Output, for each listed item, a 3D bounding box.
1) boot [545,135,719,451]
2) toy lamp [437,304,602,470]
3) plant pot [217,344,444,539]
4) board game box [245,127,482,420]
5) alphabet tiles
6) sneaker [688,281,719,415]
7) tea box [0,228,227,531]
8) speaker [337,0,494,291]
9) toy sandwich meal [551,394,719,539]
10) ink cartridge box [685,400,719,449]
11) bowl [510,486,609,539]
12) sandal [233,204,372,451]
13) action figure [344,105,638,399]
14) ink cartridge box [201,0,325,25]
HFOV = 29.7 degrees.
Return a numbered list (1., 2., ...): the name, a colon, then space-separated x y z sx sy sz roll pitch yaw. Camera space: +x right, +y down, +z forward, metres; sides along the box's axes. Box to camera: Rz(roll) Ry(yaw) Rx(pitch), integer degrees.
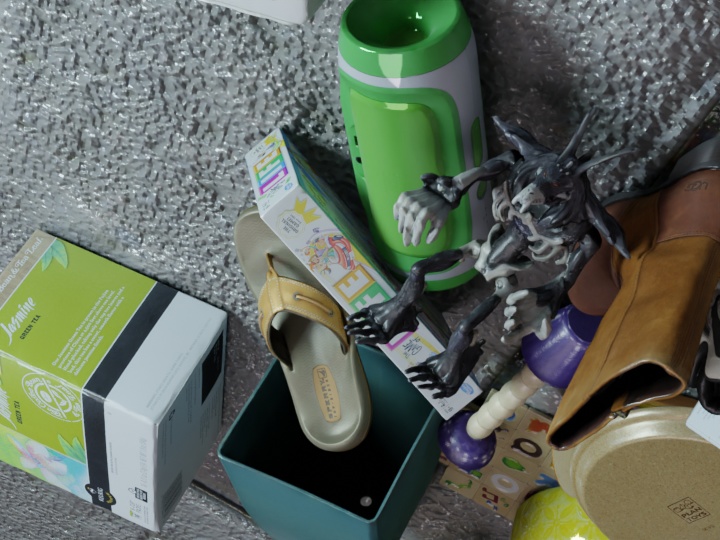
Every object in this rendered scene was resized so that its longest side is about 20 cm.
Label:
1. boot: 0.160 0.033 0.816 0.068 0.200 0.188 40 142 -13
2. toy lamp: 0.121 0.089 1.023 0.058 0.058 0.200 32 140 -2
3. plant pot: -0.014 0.173 1.153 0.141 0.142 0.200 21 149 18
4. board game box: 0.000 0.000 0.954 0.034 0.135 0.200 -39 112 7
5. alphabet tiles: 0.147 0.171 1.148 0.199 0.006 0.167 27 143 5
6. sneaker: 0.227 0.046 0.824 0.076 0.088 0.200 32 178 15
7. tea box: -0.236 0.102 1.222 0.196 0.134 0.200 23 143 11
8. speaker: 0.038 -0.080 0.865 0.088 0.089 0.200 13 140 22
9. toy sandwich meal: 0.243 0.151 1.013 0.204 0.070 0.206 13 136 12
10. ink cartridge box: 0.329 0.153 0.835 0.199 0.041 0.200 26 -171 -29
11. bowl: 0.210 0.282 1.140 0.199 0.108 0.200 15 142 12
12. sandal: -0.046 0.044 1.031 0.080 0.054 0.201 -17 89 24
13. action figure: 0.079 -0.007 0.809 0.119 0.102 0.200 44 123 11
14. ink cartridge box: -0.079 -0.251 0.746 0.146 0.084 0.200 19 142 15
